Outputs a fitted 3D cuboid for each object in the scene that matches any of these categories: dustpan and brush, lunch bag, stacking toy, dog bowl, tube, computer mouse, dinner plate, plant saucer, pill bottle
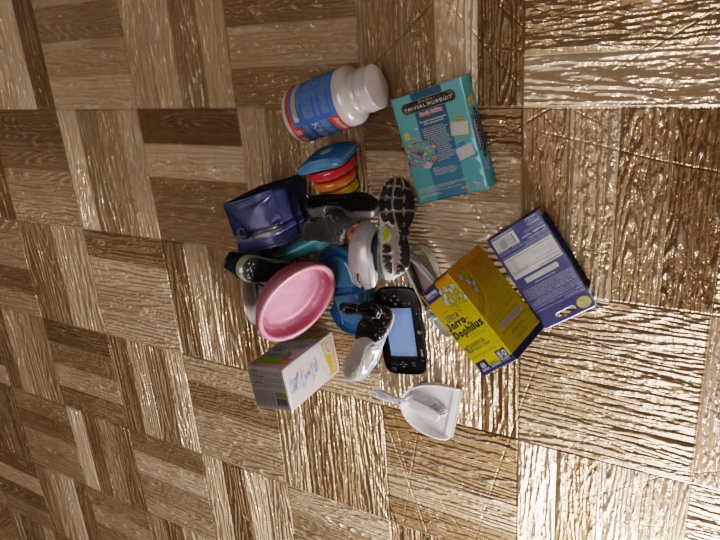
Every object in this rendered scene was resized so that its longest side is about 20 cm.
[{"bbox_3d":[0.116,0.294,1.443,0.196,0.057,0.143,20,119,25],"label":"dustpan and brush"},{"bbox_3d":[-0.190,-0.109,1.385,0.133,0.200,0.135,-10,107,29],"label":"lunch bag"},{"bbox_3d":[-0.037,-0.152,1.342,0.114,0.110,0.204,-8,117,27],"label":"stacking toy"},{"bbox_3d":[-0.025,0.038,1.434,0.109,0.049,0.205,-9,105,35],"label":"dog bowl"},{"bbox_3d":[-0.135,-0.048,1.422,0.196,0.077,0.051,-24,86,13],"label":"tube"},{"bbox_3d":[0.000,0.000,1.336,0.108,0.043,0.206,11,106,41],"label":"computer mouse"},{"bbox_3d":[-0.230,0.022,1.476,0.024,0.201,0.205,-1,111,8],"label":"dinner plate"},{"bbox_3d":[-0.143,0.058,1.371,0.051,0.198,0.204,42,128,31],"label":"plant saucer"},{"bbox_3d":[-0.048,-0.326,1.258,0.196,0.112,0.115,-10,105,36],"label":"pill bottle"}]

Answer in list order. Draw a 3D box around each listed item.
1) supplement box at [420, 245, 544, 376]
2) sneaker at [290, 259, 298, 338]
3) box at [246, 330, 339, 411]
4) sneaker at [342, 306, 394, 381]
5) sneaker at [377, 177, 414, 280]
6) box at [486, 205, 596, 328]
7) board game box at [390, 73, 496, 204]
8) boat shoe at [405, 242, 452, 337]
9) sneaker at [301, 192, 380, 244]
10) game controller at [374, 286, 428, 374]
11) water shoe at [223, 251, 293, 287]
[{"bbox_3d":[0.229,0.077,1.235,0.201,0.109,0.109,51,145,4],"label":"supplement box"},{"bbox_3d":[-0.158,0.053,1.502,0.076,0.079,0.206,0,91,43],"label":"sneaker"},{"bbox_3d":[-0.150,0.224,1.497,0.110,0.199,0.104,0,110,34],"label":"box"},{"bbox_3d":[0.023,0.155,1.406,0.072,0.072,0.203,44,123,28],"label":"sneaker"},{"bbox_3d":[0.057,-0.083,1.282,0.080,0.076,0.205,150,128,-71],"label":"sneaker"},{"bbox_3d":[0.335,-0.002,1.197,0.120,0.032,0.202,-32,91,38],"label":"box"},{"bbox_3d":[0.154,-0.239,1.205,0.148,0.047,0.205,-9,104,35],"label":"board game box"},{"bbox_3d":[0.142,0.048,1.315,0.074,0.064,0.206,-16,100,46],"label":"boat shoe"},{"bbox_3d":[-0.040,-0.098,1.299,0.195,0.061,0.106,5,136,28],"label":"sneaker"},{"bbox_3d":[0.090,0.130,1.404,0.102,0.042,0.205,2,111,32],"label":"game controller"},{"bbox_3d":[-0.204,-0.003,1.367,0.078,0.199,0.073,21,87,31],"label":"water shoe"}]
